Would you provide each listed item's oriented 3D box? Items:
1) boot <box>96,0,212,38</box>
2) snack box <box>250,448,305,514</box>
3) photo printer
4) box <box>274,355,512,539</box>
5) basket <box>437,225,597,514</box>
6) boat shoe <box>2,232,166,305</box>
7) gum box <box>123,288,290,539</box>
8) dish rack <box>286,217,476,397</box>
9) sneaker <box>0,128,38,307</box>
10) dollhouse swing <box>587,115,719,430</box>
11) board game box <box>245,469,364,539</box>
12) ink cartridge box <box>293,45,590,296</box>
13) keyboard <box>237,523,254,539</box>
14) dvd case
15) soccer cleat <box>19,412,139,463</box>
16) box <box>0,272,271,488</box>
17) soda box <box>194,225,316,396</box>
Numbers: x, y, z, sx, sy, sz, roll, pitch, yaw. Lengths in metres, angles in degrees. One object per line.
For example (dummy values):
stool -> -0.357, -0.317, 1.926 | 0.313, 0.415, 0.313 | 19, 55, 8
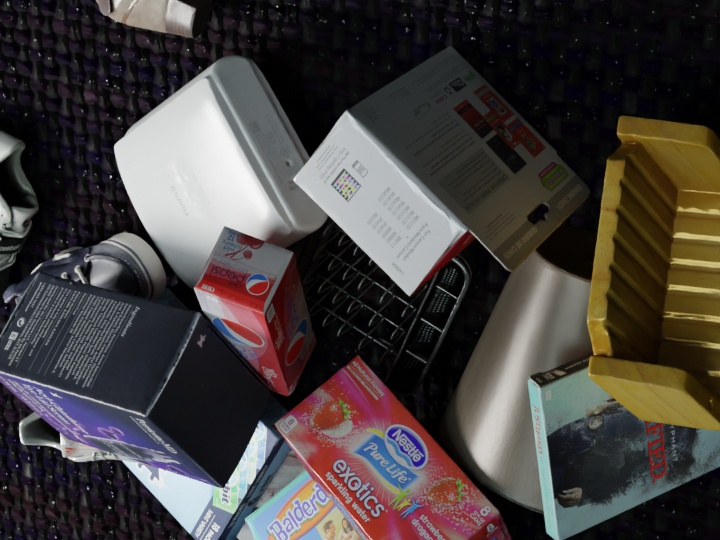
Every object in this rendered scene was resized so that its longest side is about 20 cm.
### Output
boot -> -0.183, -0.302, 1.441 | 0.146, 0.070, 0.201 | 31, 121, 16
snack box -> -0.092, 0.198, 1.622 | 0.199, 0.024, 0.072 | -27, 88, 36
photo printer -> -0.133, -0.080, 1.476 | 0.199, 0.069, 0.167 | -26, 94, 49
box -> 0.029, 0.185, 1.422 | 0.200, 0.099, 0.096 | 47, 171, 29
basket -> 0.165, 0.076, 1.379 | 0.180, 0.135, 0.202 | 34, 120, 38
boat shoe -> -0.264, 0.020, 1.564 | 0.199, 0.092, 0.075 | -10, 111, 56
gum box -> -0.168, 0.148, 1.616 | 0.200, 0.044, 0.171 | 43, 124, 19
dish rack -> 0.000, 0.000, 1.479 | 0.199, 0.055, 0.154 | 32, 121, 13
sneaker -> -0.362, -0.044, 1.640 | 0.088, 0.074, 0.202 | 13, 116, 25
dollhouse swing -> 0.285, 0.007, 1.223 | 0.174, 0.182, 0.202 | 2, 72, 29
board game box -> -0.001, 0.267, 1.495 | 0.152, 0.045, 0.201 | -39, 60, 17
ink cartridge box -> 0.072, -0.069, 1.323 | 0.176, 0.200, 0.084 | 45, 125, 5
keyboard -> -0.066, 0.216, 1.634 | 0.056, 0.011, 0.200 | 49, 124, 8
dvd case -> 0.229, 0.118, 1.331 | 0.022, 0.198, 0.147 | 33, 138, 55
soccer cleat -> -0.243, 0.158, 1.591 | 0.198, 0.085, 0.069 | 6, 107, 35
box -> -0.205, 0.097, 1.471 | 0.199, 0.105, 0.148 | 12, 155, 34
soda box -> -0.089, 0.040, 1.438 | 0.069, 0.064, 0.200 | 19, 158, 13
